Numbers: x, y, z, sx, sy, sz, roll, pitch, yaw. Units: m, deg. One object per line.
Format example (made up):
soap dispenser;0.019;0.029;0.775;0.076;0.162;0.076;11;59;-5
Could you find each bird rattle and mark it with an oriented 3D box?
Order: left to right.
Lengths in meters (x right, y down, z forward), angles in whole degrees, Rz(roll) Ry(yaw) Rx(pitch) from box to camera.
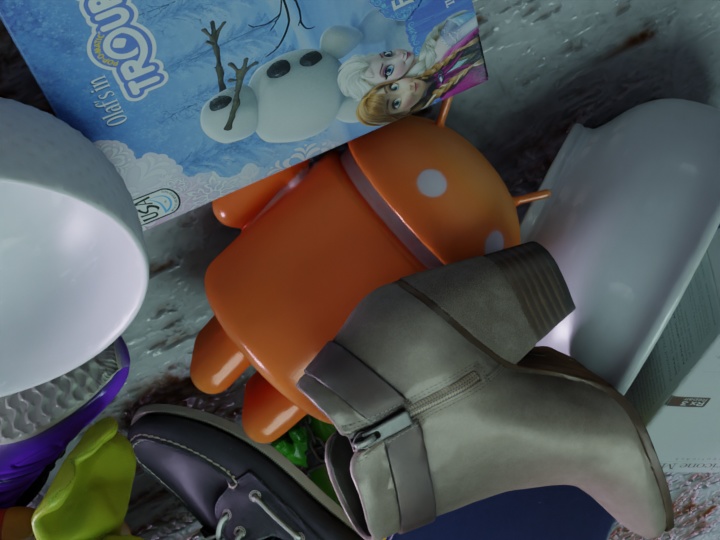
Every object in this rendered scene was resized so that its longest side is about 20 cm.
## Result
bird rattle;-0.192;0.165;0.954;0.200;0.113;0.163;-22;171;1

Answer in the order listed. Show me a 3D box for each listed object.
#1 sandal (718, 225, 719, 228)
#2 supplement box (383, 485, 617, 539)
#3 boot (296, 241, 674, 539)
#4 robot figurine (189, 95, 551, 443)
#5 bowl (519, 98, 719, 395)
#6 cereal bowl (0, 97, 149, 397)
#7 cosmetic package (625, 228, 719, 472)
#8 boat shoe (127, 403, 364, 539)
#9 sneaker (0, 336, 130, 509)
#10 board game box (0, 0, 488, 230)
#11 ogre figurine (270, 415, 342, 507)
sandal;0.264;0.001;1.155;0.087;0.080;0.200;-16;136;-7
supplement box;0.085;0.124;1.058;0.200;0.109;0.110;-50;165;-85
boot;0.059;0.086;0.889;0.146;0.070;0.200;-34;109;-15
robot figurine;-0.001;-0.001;0.939;0.200;0.144;0.117;-42;154;10
bowl;0.135;-0.018;0.994;0.090;0.201;0.201;28;134;4
cereal bowl;-0.197;-0.017;0.816;0.200;0.083;0.200;-9;150;-5
cosmetic package;0.223;0.053;1.098;0.102;0.074;0.200;1;148;-11
boat shoe;-0.059;0.150;1.051;0.063;0.200;0.073;-53;174;-38
sneaker;-0.196;0.091;0.996;0.200;0.070;0.100;-32;152;17
board game box;-0.052;-0.121;0.821;0.199;0.043;0.200;-23;145;-1
ogre figurine;-0.015;0.177;1.165;0.098;0.120;0.200;1;137;-32
